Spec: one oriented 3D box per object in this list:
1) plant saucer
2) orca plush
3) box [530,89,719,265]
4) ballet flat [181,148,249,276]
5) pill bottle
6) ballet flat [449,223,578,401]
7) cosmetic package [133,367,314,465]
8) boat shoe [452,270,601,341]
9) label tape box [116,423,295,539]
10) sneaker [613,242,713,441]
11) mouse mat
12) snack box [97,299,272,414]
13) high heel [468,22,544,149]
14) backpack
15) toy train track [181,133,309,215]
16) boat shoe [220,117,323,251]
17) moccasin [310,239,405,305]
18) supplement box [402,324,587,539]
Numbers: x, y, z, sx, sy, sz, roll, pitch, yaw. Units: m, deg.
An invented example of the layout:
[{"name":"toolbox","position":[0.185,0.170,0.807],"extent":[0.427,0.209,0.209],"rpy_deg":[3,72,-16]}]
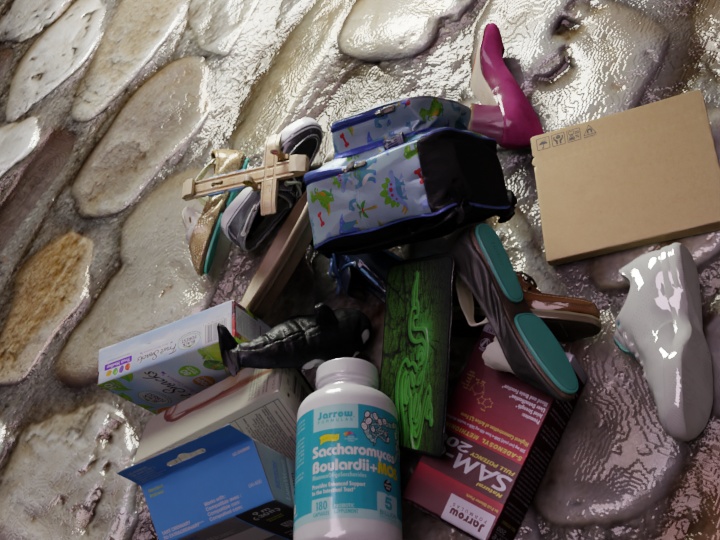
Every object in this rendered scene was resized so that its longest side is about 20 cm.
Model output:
[{"name":"plant saucer","position":[-0.098,-0.016,1.097],"extent":[0.202,0.029,0.201],"rpy_deg":[-56,11,16]},{"name":"orca plush","position":[-0.064,0.060,0.988],"extent":[0.106,0.196,0.072],"rpy_deg":[57,137,50]},{"name":"box","position":[0.292,-0.101,0.976],"extent":[0.196,0.021,0.167],"rpy_deg":[-13,62,23]},{"name":"ballet flat","position":[-0.216,-0.087,1.247],"extent":[0.064,0.071,0.203],"rpy_deg":[18,60,-4]},{"name":"pill bottle","position":[-0.013,0.196,0.904],"extent":[0.109,0.111,0.204],"rpy_deg":[-16,54,21]},{"name":"ballet flat","position":[0.144,0.050,0.874],"extent":[0.068,0.067,0.203],"rpy_deg":[-42,60,34]},{"name":"cosmetic package","position":[-0.147,0.189,1.012],"extent":[0.197,0.104,0.088],"rpy_deg":[-27,25,13]},{"name":"boat shoe","position":[0.163,0.031,0.950],"extent":[0.196,0.072,0.069],"rpy_deg":[2,65,31]},{"name":"label tape box","position":[-0.137,0.243,0.922],"extent":[0.142,0.200,0.064],"rpy_deg":[-25,55,16]},{"name":"sneaker","position":[0.288,0.074,0.862],"extent":[0.087,0.075,0.203],"rpy_deg":[-18,48,36]},{"name":"mouse mat","position":[0.056,0.087,0.931],"extent":[0.160,0.007,0.205],"rpy_deg":[169,106,-67]},{"name":"snack box","position":[-0.197,0.114,1.072],"extent":[0.197,0.142,0.054],"rpy_deg":[-19,56,19]},{"name":"high heel","position":[0.188,-0.234,1.116],"extent":[0.094,0.068,0.204],"rpy_deg":[9,60,2]},{"name":"backpack","position":[0.040,-0.100,0.955],"extent":[0.197,0.182,0.150],"rpy_deg":[-16,86,31]},{"name":"toy train track","position":[-0.161,-0.127,1.174],"extent":[0.196,0.032,0.117],"rpy_deg":[-10,66,25]},{"name":"boat shoe","position":[-0.109,-0.114,1.200],"extent":[0.201,0.072,0.068],"rpy_deg":[-50,50,-3]},{"name":"moccasin","position":[0.000,0.000,1.061],"extent":[0.198,0.081,0.069],"rpy_deg":[28,76,40]},{"name":"supplement box","position":[0.137,0.167,0.894],"extent":[0.107,0.061,0.203],"rpy_deg":[18,75,37]}]
